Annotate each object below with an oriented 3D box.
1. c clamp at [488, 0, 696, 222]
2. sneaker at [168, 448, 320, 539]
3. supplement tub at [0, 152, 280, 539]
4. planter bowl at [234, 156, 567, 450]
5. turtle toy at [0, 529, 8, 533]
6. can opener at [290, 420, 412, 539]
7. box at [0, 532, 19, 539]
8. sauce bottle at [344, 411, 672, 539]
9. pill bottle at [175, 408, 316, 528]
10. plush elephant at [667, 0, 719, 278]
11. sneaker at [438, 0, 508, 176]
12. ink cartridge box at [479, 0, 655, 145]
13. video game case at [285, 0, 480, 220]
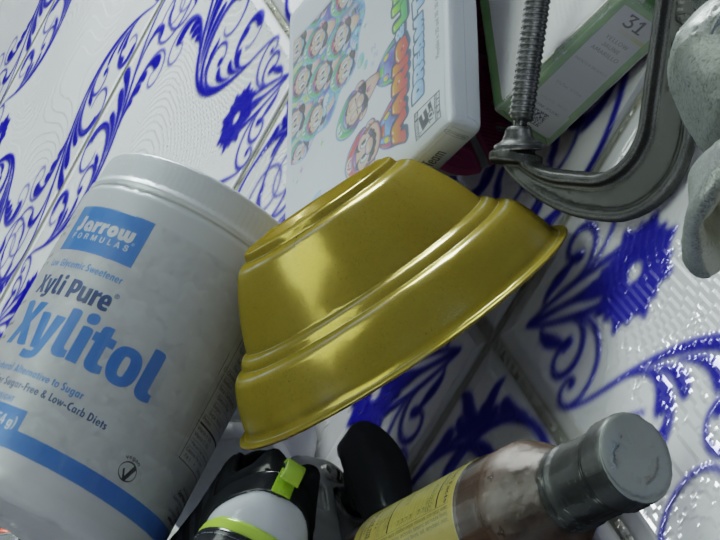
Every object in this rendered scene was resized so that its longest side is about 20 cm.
[{"bbox_3d":[0.107,-0.123,0.968,0.170,0.027,0.201,0,83,40],"label":"c clamp"},{"bbox_3d":[-0.054,0.138,0.996,0.083,0.071,0.200,-64,7,-19],"label":"sneaker"},{"bbox_3d":[-0.128,0.053,1.043,0.132,0.132,0.201,-14,46,62],"label":"supplement tub"},{"bbox_3d":[0.000,0.000,0.978,0.200,0.084,0.200,-33,5,3],"label":"planter bowl"},{"bbox_3d":[-0.229,0.181,1.382,0.200,0.145,0.102,-43,51,41],"label":"turtle toy"},{"bbox_3d":[0.000,0.152,0.987,0.067,0.053,0.200,-55,25,24],"label":"can opener"},{"bbox_3d":[-0.250,0.295,1.219,0.200,0.086,0.165,-86,-13,-55],"label":"box"},{"bbox_3d":[0.063,0.116,0.872,0.200,0.064,0.065,-34,38,50],"label":"sauce bottle"},{"bbox_3d":[-0.088,0.078,1.183,0.113,0.112,0.200,-56,24,21],"label":"pill bottle"},{"bbox_3d":[0.179,-0.076,0.705,0.155,0.199,0.166,127,155,-74],"label":"plush elephant"},{"bbox_3d":[0.045,-0.139,1.151,0.088,0.081,0.201,-26,43,54],"label":"sneaker"},{"bbox_3d":[0.142,-0.182,1.024,0.200,0.048,0.146,-43,31,31],"label":"ink cartridge box"},{"bbox_3d":[0.008,-0.116,1.102,0.182,0.024,0.201,-42,39,47],"label":"video game case"}]
